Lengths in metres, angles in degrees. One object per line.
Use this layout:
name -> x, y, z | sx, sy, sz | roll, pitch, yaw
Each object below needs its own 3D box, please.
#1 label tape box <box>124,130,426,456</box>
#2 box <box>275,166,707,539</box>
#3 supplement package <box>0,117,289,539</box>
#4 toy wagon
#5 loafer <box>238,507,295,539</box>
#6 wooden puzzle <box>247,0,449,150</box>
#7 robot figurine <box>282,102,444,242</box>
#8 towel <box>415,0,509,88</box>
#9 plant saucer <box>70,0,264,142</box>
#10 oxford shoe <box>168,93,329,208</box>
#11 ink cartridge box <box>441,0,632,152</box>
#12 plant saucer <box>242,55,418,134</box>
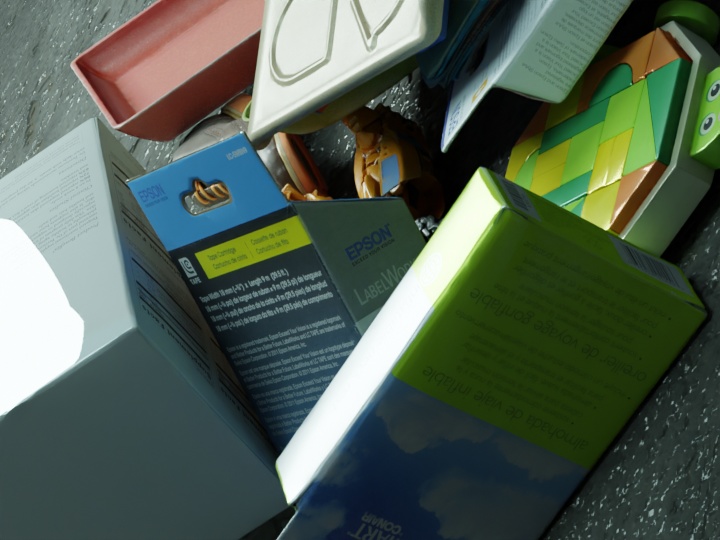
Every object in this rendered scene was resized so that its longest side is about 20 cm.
label tape box -> -0.018, 0.018, 1.459 | 0.063, 0.200, 0.144 | -32, 8, -29
box -> 0.053, 0.064, 1.345 | 0.200, 0.122, 0.048 | -55, 28, 18
supplement package -> -0.148, 0.057, 1.564 | 0.152, 0.151, 0.200 | -33, 35, 11
toy wagon -> 0.135, -0.058, 1.412 | 0.200, 0.040, 0.155 | -28, 41, 54
loafer -> -0.082, 0.165, 1.598 | 0.200, 0.070, 0.070 | -43, 32, 21
wooden puzzle -> 0.008, -0.172, 1.551 | 0.200, 0.046, 0.186 | -31, 46, 55
robot figurine -> 0.000, 0.000, 1.611 | 0.145, 0.058, 0.200 | -50, 25, 25
towel -> 0.059, -0.210, 1.552 | 0.147, 0.022, 0.200 | -53, 33, 31
plant saucer -> -0.087, -0.159, 1.917 | 0.200, 0.037, 0.200 | -34, 21, -3
oxford shoe -> -0.071, -0.060, 1.792 | 0.073, 0.071, 0.200 | -31, 11, -8
ink cartridge box -> 0.117, -0.159, 1.504 | 0.200, 0.043, 0.196 | -56, 7, 21
plant saucer -> 0.019, -0.138, 1.681 | 0.200, 0.031, 0.200 | -37, 11, 9
